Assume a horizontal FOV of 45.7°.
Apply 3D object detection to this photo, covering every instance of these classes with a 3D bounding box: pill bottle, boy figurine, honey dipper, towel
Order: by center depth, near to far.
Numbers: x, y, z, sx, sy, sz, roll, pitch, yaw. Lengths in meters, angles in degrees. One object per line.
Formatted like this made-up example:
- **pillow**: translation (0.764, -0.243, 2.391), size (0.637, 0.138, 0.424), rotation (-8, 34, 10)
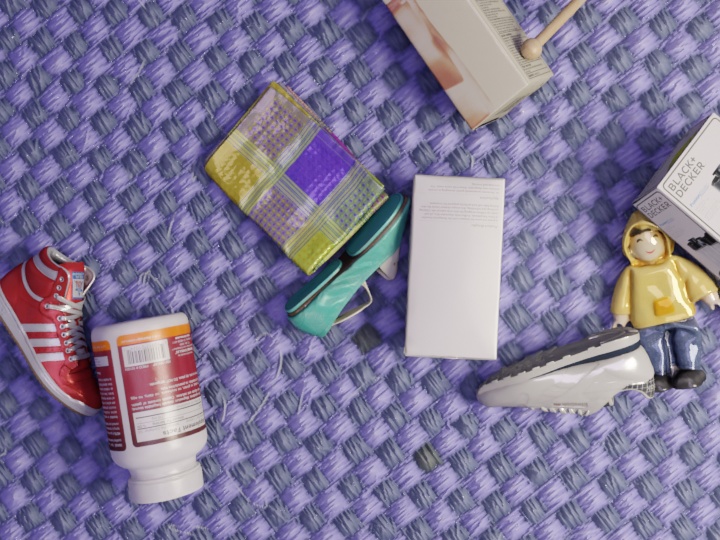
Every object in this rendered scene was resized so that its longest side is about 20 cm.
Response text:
- **honey dipper**: translation (0.236, -0.294, 0.938), size (0.038, 0.038, 0.200), rotation (44, 64, 2)
- **boy figurine**: translation (0.341, 0.031, 0.958), size (0.123, 0.064, 0.203), rotation (-8, 94, 28)
- **pill bottle**: translation (-0.239, 0.156, 0.983), size (0.111, 0.113, 0.203), rotation (-9, 90, 4)
- **towel**: translation (-0.080, -0.109, 1.000), size (0.144, 0.023, 0.200), rotation (-44, 78, 3)

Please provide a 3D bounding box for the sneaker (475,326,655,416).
- **sneaker**: translation (0.227, 0.130, 0.958), size (0.198, 0.076, 0.081), rotation (-19, 97, 22)

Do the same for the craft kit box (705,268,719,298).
- **craft kit box**: translation (0.502, -0.006, 0.965), size (0.198, 0.049, 0.200), rotation (-24, 91, 4)

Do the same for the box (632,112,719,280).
- **box**: translation (0.406, -0.055, 0.907), size (0.200, 0.060, 0.117), rotation (42, 76, 3)

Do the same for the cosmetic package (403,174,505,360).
- **cosmetic package**: translation (0.106, -0.003, 0.971), size (0.106, 0.085, 0.203), rotation (4, 91, 4)

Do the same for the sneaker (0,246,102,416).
- **sneaker**: translation (-0.343, 0.066, 1.010), size (0.112, 0.071, 0.201), rotation (-38, 86, 7)

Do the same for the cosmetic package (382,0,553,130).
- **cosmetic package**: translation (0.114, -0.268, 0.949), size (0.087, 0.103, 0.201), rotation (-35, 87, 34)

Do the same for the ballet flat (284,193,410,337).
- **ballet flat**: translation (0.000, 0.000, 0.997), size (0.200, 0.067, 0.070), rotation (-46, 112, 3)
